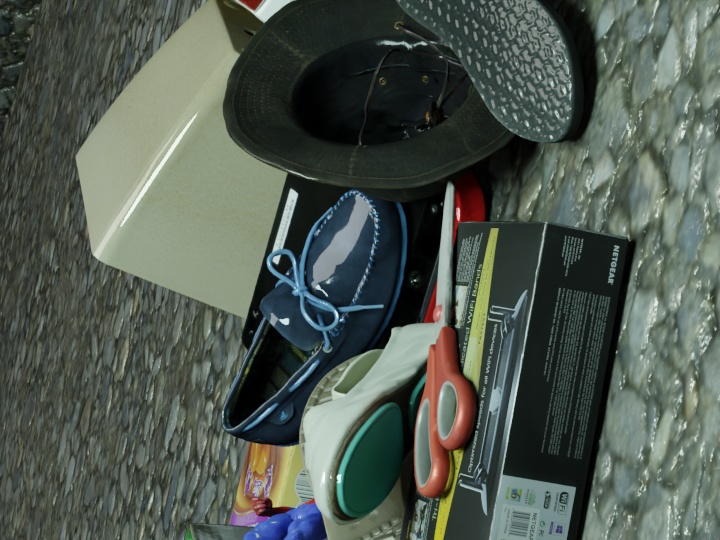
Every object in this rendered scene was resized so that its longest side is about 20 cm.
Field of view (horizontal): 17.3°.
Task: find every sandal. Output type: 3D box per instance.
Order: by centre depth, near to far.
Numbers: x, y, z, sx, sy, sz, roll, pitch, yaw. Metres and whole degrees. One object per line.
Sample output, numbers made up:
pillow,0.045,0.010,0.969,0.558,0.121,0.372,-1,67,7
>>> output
sandal,0.087,-0.150,1.428,0.201,0.048,0.075,53,132,41

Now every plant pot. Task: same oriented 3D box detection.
plant pot,-0.083,-0.088,1.791,0.177,0.199,0.200,-61,21,19

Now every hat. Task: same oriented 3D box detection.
hat,0.017,-0.095,1.489,0.081,0.200,0.201,79,-175,-47

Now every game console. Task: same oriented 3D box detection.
game console,0.000,0.000,1.577,0.177,0.031,0.200,35,115,44

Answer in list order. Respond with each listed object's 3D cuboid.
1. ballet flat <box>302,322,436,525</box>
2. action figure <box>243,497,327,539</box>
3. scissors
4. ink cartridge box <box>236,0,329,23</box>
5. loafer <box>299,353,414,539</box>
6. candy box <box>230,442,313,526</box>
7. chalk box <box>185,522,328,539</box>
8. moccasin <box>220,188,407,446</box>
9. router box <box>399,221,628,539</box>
ballet flat,0.005,0.089,1.409,0.200,0.069,0.070,-45,-17,-52
action figure,-0.038,0.163,1.527,0.065,0.200,0.052,-9,94,30
scissors,0.044,0.039,1.368,0.200,0.014,0.073,-94,20,-43
ink cartridge box,-0.041,-0.214,1.629,0.044,0.173,0.200,-50,6,23
loafer,0.012,0.141,1.474,0.076,0.068,0.200,-20,48,17
candy box,-0.060,0.206,1.733,0.117,0.056,0.201,-144,65,-72
chalk box,-0.048,0.261,1.512,0.200,0.124,0.124,-120,38,-68
moccasin,-0.030,0.036,1.536,0.080,0.068,0.200,42,119,41
router box,0.083,0.073,1.329,0.157,0.052,0.201,-173,94,-75
